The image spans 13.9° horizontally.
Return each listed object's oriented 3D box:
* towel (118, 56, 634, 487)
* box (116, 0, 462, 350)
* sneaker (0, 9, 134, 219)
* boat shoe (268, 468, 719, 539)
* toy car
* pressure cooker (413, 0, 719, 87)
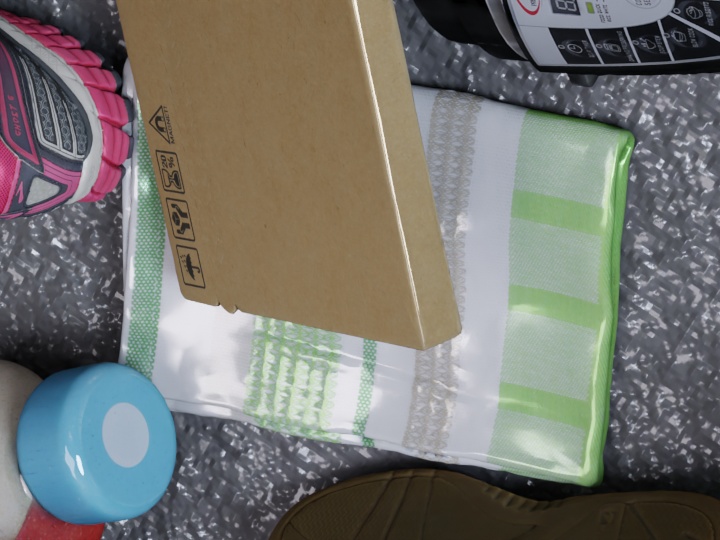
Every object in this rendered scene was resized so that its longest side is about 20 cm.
[{"bbox_3d":[0.000,0.000,1.108,0.200,0.031,0.149,10,114,21],"label":"towel"},{"bbox_3d":[-0.035,-0.077,1.024,0.163,0.021,0.200,11,116,56],"label":"box"},{"bbox_3d":[-0.179,-0.089,1.123,0.200,0.075,0.081,32,121,23],"label":"sneaker"},{"bbox_3d":[0.057,0.122,1.105,0.200,0.074,0.066,3,139,32],"label":"boat shoe"},{"bbox_3d":[-0.130,0.155,1.180,0.184,0.177,0.200,-11,134,41],"label":"toy car"},{"bbox_3d":[0.092,-0.146,0.931,0.200,0.179,0.176,6,89,23],"label":"pressure cooker"}]
